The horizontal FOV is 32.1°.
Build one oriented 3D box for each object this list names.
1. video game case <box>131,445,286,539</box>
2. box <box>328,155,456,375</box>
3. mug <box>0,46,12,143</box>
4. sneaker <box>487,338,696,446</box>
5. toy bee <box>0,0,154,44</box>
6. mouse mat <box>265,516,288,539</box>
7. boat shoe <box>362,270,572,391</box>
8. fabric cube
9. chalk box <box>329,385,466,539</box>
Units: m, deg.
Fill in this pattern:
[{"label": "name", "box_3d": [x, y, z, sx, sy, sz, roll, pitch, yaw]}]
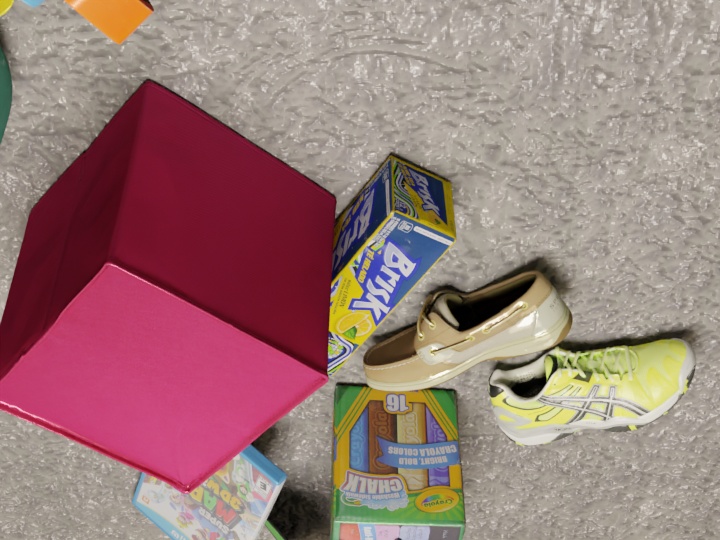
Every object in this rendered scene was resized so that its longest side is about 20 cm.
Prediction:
[{"label": "video game case", "box_3d": [-0.158, 0.223, 1.270, 0.143, 0.018, 0.201, 37, 134, 13]}, {"label": "box", "box_3d": [0.000, 0.000, 1.057, 0.064, 0.070, 0.200, 21, 132, -22]}, {"label": "mug", "box_3d": [-0.317, -0.135, 0.898, 0.184, 0.115, 0.152, -24, 129, 23]}, {"label": "sneaker", "box_3d": [0.211, 0.106, 1.156, 0.199, 0.076, 0.077, -22, 131, 20]}, {"label": "toy bee", "box_3d": [-0.216, -0.236, 0.820, 0.130, 0.109, 0.200, -29, 150, -7]}, {"label": "mouse mat", "box_3d": [-0.063, 0.300, 1.299, 0.008, 0.200, 0.162, -39, 133, -12]}, {"label": "boat shoe", "box_3d": [0.085, 0.049, 1.113, 0.198, 0.074, 0.067, -20, 119, 18]}, {"label": "fabric cube", "box_3d": [-0.152, 0.018, 0.989, 0.195, 0.201, 0.200, 30, 129, -28]}, {"label": "chalk box", "box_3d": [0.031, 0.227, 1.192, 0.123, 0.201, 0.126, 3, 135, -2]}]
